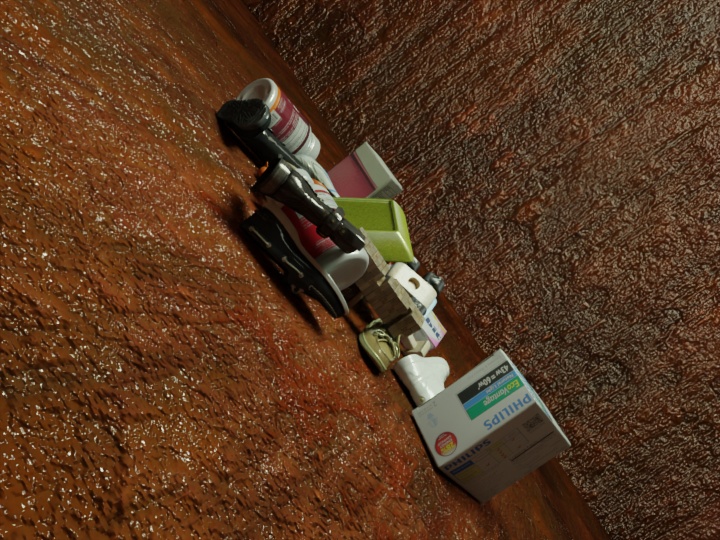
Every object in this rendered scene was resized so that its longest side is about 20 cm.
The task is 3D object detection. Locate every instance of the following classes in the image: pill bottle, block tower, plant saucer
[{"bbox_3d":[-0.078,-0.067,1.032,0.201,0.112,0.112,58,10,24],"label":"pill bottle"},{"bbox_3d":[0.033,0.025,1.097,0.201,0.054,0.058,55,19,-4],"label":"block tower"},{"bbox_3d":[-0.181,-0.320,1.399,0.200,0.114,0.115,44,14,-48],"label":"pill bottle"},{"bbox_3d":[-0.002,-0.089,1.201,0.200,0.198,0.048,-94,-173,-58],"label":"plant saucer"}]

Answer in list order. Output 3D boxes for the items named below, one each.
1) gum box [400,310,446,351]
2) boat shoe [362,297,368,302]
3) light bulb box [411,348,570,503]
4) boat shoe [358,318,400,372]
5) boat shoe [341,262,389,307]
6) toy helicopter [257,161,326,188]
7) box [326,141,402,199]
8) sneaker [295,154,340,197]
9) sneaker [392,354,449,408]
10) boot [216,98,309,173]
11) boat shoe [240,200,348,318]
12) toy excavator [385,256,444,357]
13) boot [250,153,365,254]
[{"bbox_3d":[0.107,0.093,1.451,0.201,0.066,0.113,55,24,1],"label":"gum box"},{"bbox_3d":[0.000,0.000,1.268,0.200,0.071,0.063,42,-27,-28],"label":"boat shoe"},{"bbox_3d":[0.229,0.276,1.095,0.200,0.198,0.125,47,10,-42],"label":"light bulb box"},{"bbox_3d":[0.045,0.123,1.128,0.073,0.063,0.201,54,9,-2],"label":"boat shoe"},{"bbox_3d":[0.011,-0.015,1.186,0.070,0.070,0.200,48,44,-6],"label":"boat shoe"},{"bbox_3d":[-0.137,-0.167,1.157,0.132,0.079,0.200,29,-8,2],"label":"toy helicopter"},{"bbox_3d":[-0.021,-0.178,1.430,0.109,0.200,0.128,55,9,12],"label":"box"},{"bbox_3d":[-0.079,-0.168,1.343,0.201,0.072,0.072,55,33,8],"label":"sneaker"},{"bbox_3d":[0.139,0.231,1.221,0.200,0.074,0.116,18,38,-59],"label":"sneaker"},{"bbox_3d":[-0.169,-0.238,1.213,0.165,0.066,0.200,31,-15,50],"label":"boot"},{"bbox_3d":[-0.094,-0.003,0.905,0.200,0.060,0.076,52,-15,-4],"label":"boat shoe"},{"bbox_3d":[0.094,0.085,1.284,0.194,0.100,0.200,41,-33,-1],"label":"toy excavator"},{"bbox_3d":[-0.073,-0.089,0.926,0.174,0.069,0.200,39,3,-15],"label":"boot"}]
